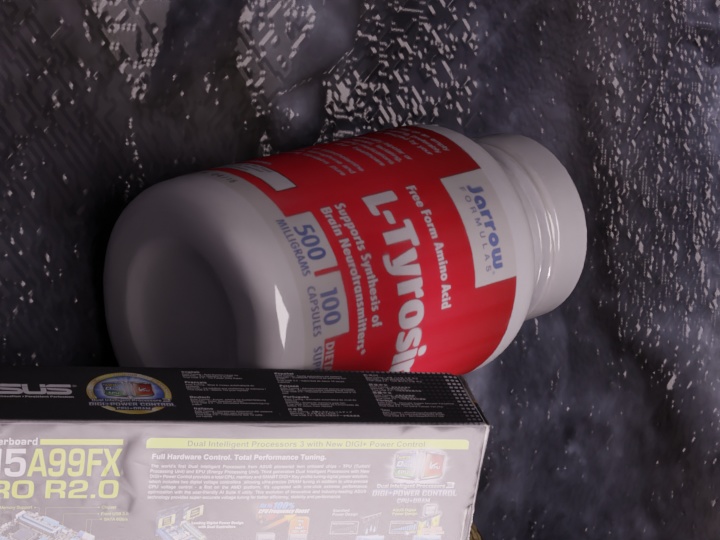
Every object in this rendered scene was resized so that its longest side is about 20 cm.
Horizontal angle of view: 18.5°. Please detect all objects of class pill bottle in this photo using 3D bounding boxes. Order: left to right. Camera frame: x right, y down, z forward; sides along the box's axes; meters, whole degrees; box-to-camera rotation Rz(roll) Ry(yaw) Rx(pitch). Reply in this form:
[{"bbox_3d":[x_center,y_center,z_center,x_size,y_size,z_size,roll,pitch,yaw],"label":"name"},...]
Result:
[{"bbox_3d":[0.000,0.000,0.932,0.200,0.112,0.113,-16,105,-42],"label":"pill bottle"}]

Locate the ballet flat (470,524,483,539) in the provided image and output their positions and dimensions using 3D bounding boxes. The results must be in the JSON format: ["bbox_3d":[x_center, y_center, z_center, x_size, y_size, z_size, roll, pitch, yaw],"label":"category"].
[{"bbox_3d":[-0.015,0.119,0.960,0.200,0.067,0.046,4,130,-40],"label":"ballet flat"}]

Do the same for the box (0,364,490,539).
[{"bbox_3d":[-0.061,0.117,0.839,0.199,0.044,0.161,1,114,-16],"label":"box"}]
